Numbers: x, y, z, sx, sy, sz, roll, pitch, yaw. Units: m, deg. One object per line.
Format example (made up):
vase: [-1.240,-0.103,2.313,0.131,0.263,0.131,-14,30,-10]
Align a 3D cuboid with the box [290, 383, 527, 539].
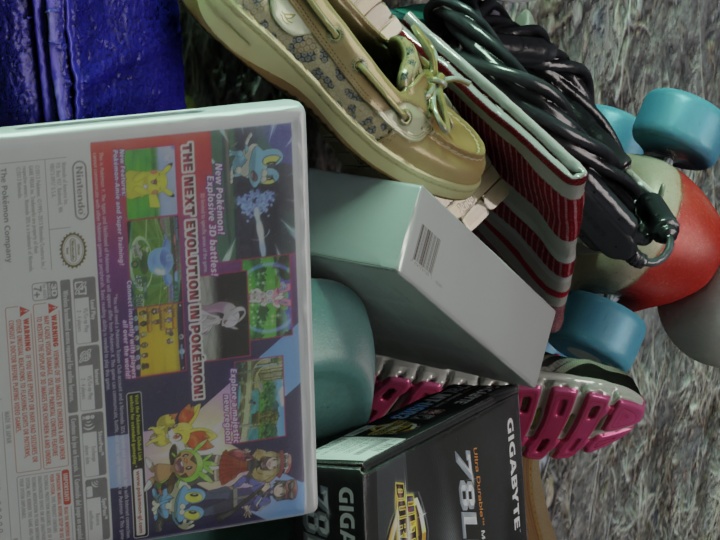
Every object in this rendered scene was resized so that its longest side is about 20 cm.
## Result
box: [0.032,0.175,1.208,0.198,0.049,0.201,-16,105,-60]

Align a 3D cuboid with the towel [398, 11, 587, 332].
towel: [0.066,-0.050,1.300,0.023,0.144,0.200,-42,162,-16]

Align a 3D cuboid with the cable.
cable: [0.110,-0.097,1.319,0.200,0.051,0.163,43,23,-25]

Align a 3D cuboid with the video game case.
video game case: [-0.110,0.029,1.052,0.181,0.023,0.201,-7,106,-20]

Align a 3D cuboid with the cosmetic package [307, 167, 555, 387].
cosmetic package: [0.000,0.000,1.234,0.200,0.150,0.052,40,63,-59]

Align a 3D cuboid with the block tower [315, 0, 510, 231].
block tower: [-0.001,-0.103,1.221,0.054,0.058,0.200,-45,113,-21]

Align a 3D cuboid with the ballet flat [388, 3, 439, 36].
ballet flat: [0.017,-0.126,1.335,0.200,0.067,0.064,-4,111,-61]

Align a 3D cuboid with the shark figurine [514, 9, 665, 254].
shark figurine: [0.106,-0.057,1.483,0.089,0.215,0.128,2,131,-26]

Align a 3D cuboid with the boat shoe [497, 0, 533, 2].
boat shoe: [0.032,-0.198,1.276,0.199,0.057,0.069,12,95,-38]

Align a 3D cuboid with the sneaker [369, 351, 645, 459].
sneaker: [0.075,0.055,1.381,0.074,0.199,0.088,109,-17,-47]

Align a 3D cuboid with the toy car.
toy car: [0.219,0.008,1.561,0.200,0.177,0.185,30,75,-20]

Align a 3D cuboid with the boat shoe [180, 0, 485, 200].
boat shoe: [-0.001,-0.104,1.134,0.200,0.063,0.073,34,19,-33]

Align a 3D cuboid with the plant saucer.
plant saucer: [-0.059,0.095,1.164,0.200,0.036,0.200,-34,148,-24]

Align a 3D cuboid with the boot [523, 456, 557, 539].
boot: [0.031,0.113,1.388,0.166,0.072,0.200,10,43,-36]

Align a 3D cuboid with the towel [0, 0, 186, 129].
towel: [-0.126,-0.151,1.067,0.148,0.049,0.201,-31,123,-56]
